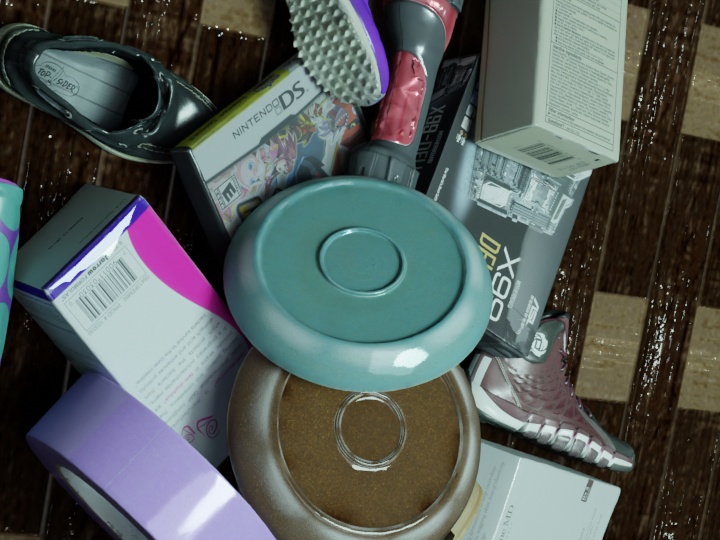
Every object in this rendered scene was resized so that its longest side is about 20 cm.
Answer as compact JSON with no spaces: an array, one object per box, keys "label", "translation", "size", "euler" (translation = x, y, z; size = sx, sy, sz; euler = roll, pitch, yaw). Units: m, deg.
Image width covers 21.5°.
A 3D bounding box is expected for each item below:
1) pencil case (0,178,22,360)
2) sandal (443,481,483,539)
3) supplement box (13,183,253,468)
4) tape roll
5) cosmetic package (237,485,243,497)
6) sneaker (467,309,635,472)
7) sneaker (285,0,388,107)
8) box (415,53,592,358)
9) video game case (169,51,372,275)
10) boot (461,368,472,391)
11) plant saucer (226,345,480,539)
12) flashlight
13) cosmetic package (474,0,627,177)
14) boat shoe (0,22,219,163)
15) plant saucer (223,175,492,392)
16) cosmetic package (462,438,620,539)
[{"label":"pencil case","translation":[-0.293,0.025,1.328],"size":[0.092,0.085,0.202],"euler":[10,96,5]},{"label":"sandal","translation":[0.041,0.255,1.465],"size":[0.070,0.077,0.212],"euler":[51,62,-25]},{"label":"supplement box","translation":[-0.160,0.045,1.407],"size":[0.101,0.103,0.200],"euler":[-45,118,-18]},{"label":"tape roll","translation":[-0.149,0.166,1.377],"size":[0.066,0.200,0.200],"euler":[-46,119,-16]},{"label":"cosmetic package","translation":[-0.040,0.183,1.506],"size":[0.084,0.107,0.202],"euler":[-18,110,-31]},{"label":"sneaker","translation":[0.178,0.099,1.651],"size":[0.199,0.075,0.116],"euler":[24,83,-33]},{"label":"sneaker","translation":[-0.016,-0.228,1.452],"size":[0.099,0.069,0.201],"euler":[-36,104,-41]},{"label":"box","translation":[0.103,-0.051,1.565],"size":[0.157,0.050,0.201],"euler":[34,68,-32]},{"label":"video game case","translation":[-0.047,-0.051,1.477],"size":[0.181,0.025,0.201],"euler":[-42,120,-38]},{"label":"boot","translation":[0.025,0.059,1.446],"size":[0.131,0.070,0.201],"euler":[20,70,-16]},{"label":"plant saucer","translation":[0.003,0.115,1.369],"size":[0.199,0.032,0.202],"euler":[6,75,-22]},{"label":"flashlight","translation":[0.031,-0.145,1.495],"size":[0.067,0.068,0.202],"euler":[17,77,-8]},{"label":"cosmetic package","translation":[0.157,-0.189,1.543],"size":[0.103,0.073,0.202],"euler":[20,67,-38]},{"label":"boat shoe","translation":[-0.172,-0.127,1.386],"size":[0.199,0.066,0.075],"euler":[27,82,-35]},{"label":"plant saucer","translation":[0.000,0.000,1.381],"size":[0.199,0.200,0.028],"euler":[-25,147,-26]},{"label":"cosmetic package","translation":[0.130,0.209,1.598],"size":[0.200,0.081,0.114],"euler":[20,89,-57]}]
